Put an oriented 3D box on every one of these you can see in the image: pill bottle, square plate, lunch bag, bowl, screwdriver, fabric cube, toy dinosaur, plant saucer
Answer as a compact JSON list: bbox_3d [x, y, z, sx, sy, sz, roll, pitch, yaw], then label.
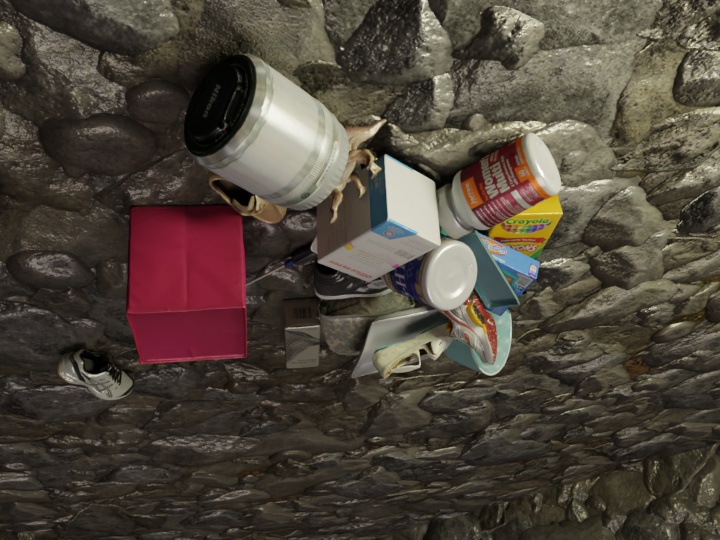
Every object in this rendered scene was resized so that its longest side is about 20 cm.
[{"bbox_3d":[0.222,-0.135,1.336,0.198,0.111,0.109,-28,144,30],"label":"pill bottle"},{"bbox_3d":[0.084,0.134,1.612,0.195,0.029,0.201,-12,146,-24],"label":"square plate"},{"bbox_3d":[0.010,0.089,1.653,0.196,0.119,0.165,-12,148,-1],"label":"lunch bag"},{"bbox_3d":[0.100,-0.011,1.428,0.119,0.122,0.199,19,-179,-37],"label":"pill bottle"},{"bbox_3d":[0.232,0.120,1.711,0.104,0.204,0.200,-4,156,35],"label":"bowl"},{"bbox_3d":[-0.156,-0.001,1.545,0.198,0.029,0.028,-29,144,23],"label":"screwdriver"},{"bbox_3d":[-0.298,0.026,1.396,0.196,0.202,0.197,-2,150,-10],"label":"fabric cube"},{"bbox_3d":[-0.048,-0.170,1.255,0.201,0.135,0.086,-55,168,24],"label":"toy dinosaur"},{"bbox_3d":[0.223,-0.002,1.466,0.069,0.019,0.201,-8,136,35],"label":"plant saucer"}]

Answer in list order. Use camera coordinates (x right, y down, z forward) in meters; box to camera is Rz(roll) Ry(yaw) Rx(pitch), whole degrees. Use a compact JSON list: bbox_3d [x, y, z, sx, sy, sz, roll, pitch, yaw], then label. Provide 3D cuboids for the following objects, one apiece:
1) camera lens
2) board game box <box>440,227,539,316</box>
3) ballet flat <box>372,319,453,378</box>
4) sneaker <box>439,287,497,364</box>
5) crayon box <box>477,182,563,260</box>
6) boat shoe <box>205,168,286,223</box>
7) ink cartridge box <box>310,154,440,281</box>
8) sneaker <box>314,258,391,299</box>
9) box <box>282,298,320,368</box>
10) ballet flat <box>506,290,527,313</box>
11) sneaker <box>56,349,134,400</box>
[{"bbox_3d":[-0.131,-0.188,1.115,0.159,0.162,0.199,-28,144,31],"label":"camera lens"},{"bbox_3d":[0.214,-0.004,1.522,0.197,0.045,0.153,25,145,-5],"label":"board game box"},{"bbox_3d":[0.120,0.159,1.588,0.197,0.063,0.068,-22,148,-9],"label":"ballet flat"},{"bbox_3d":[0.213,0.108,1.565,0.081,0.078,0.201,-14,127,25],"label":"sneaker"},{"bbox_3d":[0.291,-0.085,1.495,0.125,0.052,0.201,-2,148,-9],"label":"crayon box"},{"bbox_3d":[-0.188,-0.120,1.310,0.070,0.065,0.200,-21,147,22],"label":"boat shoe"},{"bbox_3d":[0.018,-0.078,1.357,0.127,0.127,0.199,22,145,-39],"label":"ink cartridge box"},{"bbox_3d":[0.000,0.000,1.548,0.196,0.072,0.100,-10,149,3],"label":"sneaker"},{"bbox_3d":[-0.128,0.139,1.752,0.081,0.069,0.201,-4,149,-5],"label":"box"},{"bbox_3d":[0.274,0.008,1.628,0.068,0.068,0.200,-41,127,9],"label":"ballet flat"},{"bbox_3d":[-0.574,0.233,1.798,0.087,0.077,0.199,-24,146,27],"label":"sneaker"}]
